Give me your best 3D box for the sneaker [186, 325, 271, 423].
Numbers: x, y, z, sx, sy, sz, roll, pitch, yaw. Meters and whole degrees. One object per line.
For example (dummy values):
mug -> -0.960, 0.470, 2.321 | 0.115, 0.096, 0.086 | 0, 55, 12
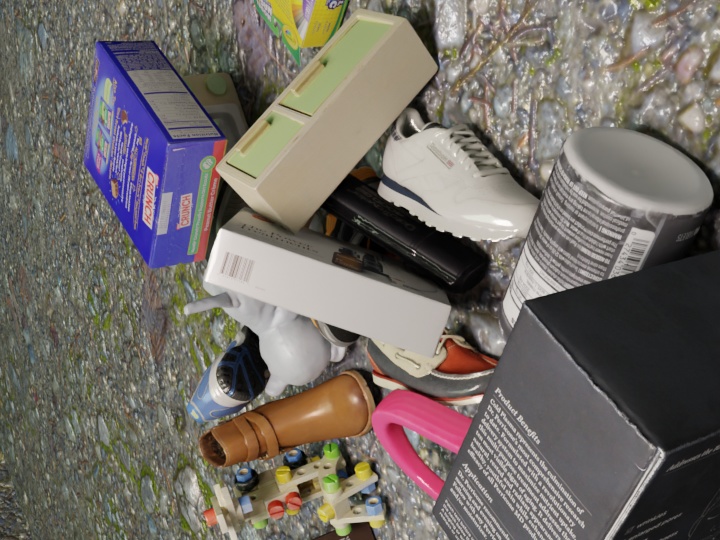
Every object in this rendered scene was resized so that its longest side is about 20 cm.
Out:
sneaker -> -0.140, 0.115, 1.132 | 0.077, 0.200, 0.076 | -39, 88, 21

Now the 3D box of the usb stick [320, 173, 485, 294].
usb stick -> 0.024, -0.042, 0.884 | 0.199, 0.055, 0.033 | 34, 129, 21

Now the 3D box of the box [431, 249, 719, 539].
box -> 0.177, 0.110, 0.618 | 0.124, 0.199, 0.197 | 52, 139, 35

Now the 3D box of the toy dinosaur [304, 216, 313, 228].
toy dinosaur -> -0.049, -0.084, 0.990 | 0.058, 0.100, 0.202 | 24, 115, 58

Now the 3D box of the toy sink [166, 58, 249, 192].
toy sink -> -0.206, -0.162, 1.203 | 0.200, 0.111, 0.131 | -38, 69, 55

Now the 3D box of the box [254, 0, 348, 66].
box -> -0.049, -0.316, 0.970 | 0.118, 0.048, 0.201 | 56, 139, 30

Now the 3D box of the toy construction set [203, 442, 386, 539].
toy construction set -> -0.080, 0.257, 1.093 | 0.131, 0.199, 0.093 | -132, 40, -60

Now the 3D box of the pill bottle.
pill bottle -> 0.162, 0.008, 0.696 | 0.106, 0.106, 0.201 | 49, 138, 37

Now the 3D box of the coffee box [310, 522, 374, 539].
coffee box -> -0.065, 0.371, 1.164 | 0.200, 0.112, 0.080 | -44, 64, 53

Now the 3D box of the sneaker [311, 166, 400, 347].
sneaker -> 0.000, 0.000, 0.976 | 0.077, 0.078, 0.201 | 35, 131, 33

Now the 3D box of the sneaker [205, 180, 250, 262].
sneaker -> -0.171, -0.070, 1.211 | 0.106, 0.074, 0.201 | 49, 139, 34

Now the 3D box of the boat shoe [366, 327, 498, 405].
boat shoe -> 0.068, 0.082, 0.905 | 0.200, 0.071, 0.063 | 6, 103, 61

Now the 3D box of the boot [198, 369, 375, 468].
boot -> -0.085, 0.169, 1.084 | 0.200, 0.154, 0.077 | -17, 86, 58

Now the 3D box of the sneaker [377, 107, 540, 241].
sneaker -> 0.083, -0.080, 0.825 | 0.200, 0.076, 0.081 | 30, 115, 48

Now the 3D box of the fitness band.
fitness band -> 0.089, 0.175, 0.863 | 0.199, 0.037, 0.144 | 18, 147, 48

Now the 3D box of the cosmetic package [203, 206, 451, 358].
cosmetic package -> -0.025, 0.006, 0.854 | 0.151, 0.199, 0.052 | -94, 23, -81

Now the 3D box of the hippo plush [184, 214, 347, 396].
hippo plush -> -0.075, 0.035, 1.063 | 0.161, 0.159, 0.200 | 53, -177, -12

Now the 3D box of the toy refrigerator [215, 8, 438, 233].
toy refrigerator -> -0.030, -0.137, 0.861 | 0.076, 0.200, 0.070 | 30, 167, 50

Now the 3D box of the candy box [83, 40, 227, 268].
candy box -> -0.232, -0.131, 1.080 | 0.200, 0.077, 0.170 | 53, 139, 34
